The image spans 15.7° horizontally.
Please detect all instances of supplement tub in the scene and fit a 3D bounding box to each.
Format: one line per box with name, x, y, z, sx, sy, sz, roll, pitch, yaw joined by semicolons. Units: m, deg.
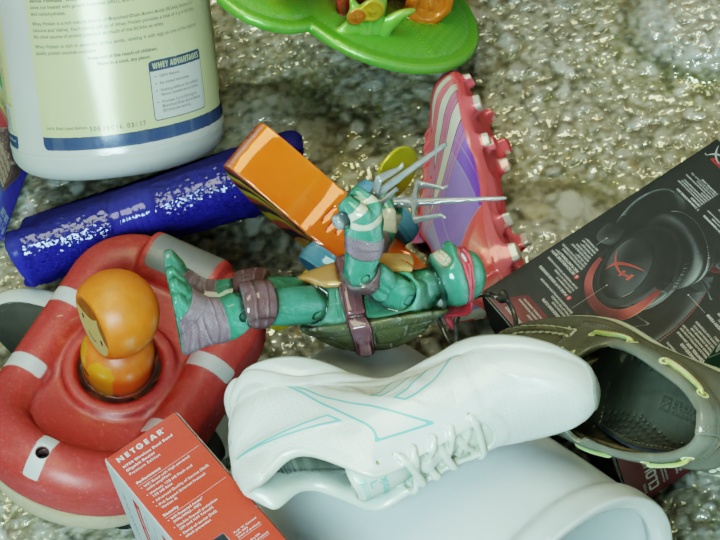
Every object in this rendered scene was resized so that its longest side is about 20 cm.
supplement tub;-0.170;-0.171;1.711;0.144;0.202;0.145;-5;16;2

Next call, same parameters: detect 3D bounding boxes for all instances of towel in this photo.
towel;-0.126;-0.036;1.675;0.199;0.050;0.148;-18;7;1

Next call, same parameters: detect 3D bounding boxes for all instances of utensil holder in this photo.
utensil holder;0.044;0.149;1.448;0.170;0.170;0.200;-42;53;-20

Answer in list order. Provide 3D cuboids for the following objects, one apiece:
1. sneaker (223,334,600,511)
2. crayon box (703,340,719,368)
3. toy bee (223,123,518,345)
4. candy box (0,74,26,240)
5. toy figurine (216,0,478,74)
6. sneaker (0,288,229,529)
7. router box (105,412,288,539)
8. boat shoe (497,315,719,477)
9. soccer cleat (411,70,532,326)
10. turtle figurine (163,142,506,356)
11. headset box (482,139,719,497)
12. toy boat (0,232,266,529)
sneaker;0.027;0.087;1.351;0.199;0.071;0.081;-8;43;7
crayon box;0.290;0.091;1.459;0.200;0.052;0.126;42;71;-6
toy bee;0.000;0.000;1.577;0.130;0.109;0.201;-29;76;-5
candy box;-0.272;-0.147;1.755;0.076;0.170;0.201;-1;52;19
toy figurine;0.017;-0.246;1.679;0.199;0.185;0.151;2;40;-29
sneaker;-0.181;0.086;1.612;0.199;0.071;0.099;30;59;27
router box;-0.052;0.200;1.406;0.049;0.201;0.180;-33;52;-15
boat shoe;0.134;0.064;1.418;0.201;0.060;0.073;17;94;46
soccer cleat;0.061;-0.050;1.675;0.076;0.067;0.201;-24;47;13
turtle figurine;-0.006;-0.001;1.429;0.198;0.150;0.101;-12;83;-4
headset box;0.180;0.036;1.557;0.199;0.075;0.149;-33;49;-9
toy boat;-0.142;0.049;1.519;0.130;0.131;0.201;23;58;14
